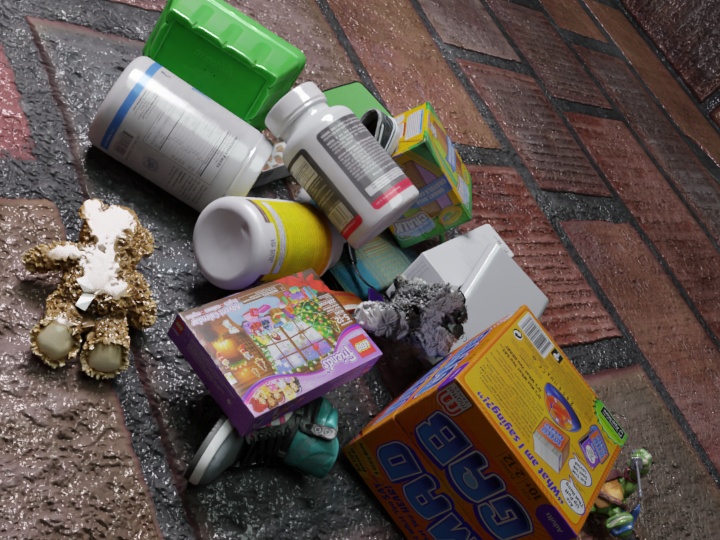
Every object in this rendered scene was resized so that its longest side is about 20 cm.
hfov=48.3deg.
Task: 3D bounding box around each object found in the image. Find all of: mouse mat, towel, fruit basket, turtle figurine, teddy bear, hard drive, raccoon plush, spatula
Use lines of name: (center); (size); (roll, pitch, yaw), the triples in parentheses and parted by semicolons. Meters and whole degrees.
mouse mat: (-0.002, -0.262, 1.409); (0.161, 0.008, 0.200); (48, 37, 6)
towel: (-0.001, -0.032, 1.182); (0.147, 0.022, 0.200); (53, 37, 11)
fruit basket: (-0.193, -0.291, 1.121); (0.215, 0.156, 0.216); (29, 26, -16)
turtle figurine: (0.306, 0.257, 1.083); (0.200, 0.144, 0.194); (13, 43, -38)
teddy bear: (-0.283, 0.023, 0.852); (0.145, 0.067, 0.200); (2, 60, -29)
hard drive: (0.176, 0.081, 1.124); (0.132, 0.026, 0.200); (44, 67, -23)
raccoon plush: (0.044, 0.038, 1.027); (0.200, 0.097, 0.134); (25, -2, -42)
spatula: (0.000, 0.000, 1.107); (0.057, 0.021, 0.200); (38, 26, -61)

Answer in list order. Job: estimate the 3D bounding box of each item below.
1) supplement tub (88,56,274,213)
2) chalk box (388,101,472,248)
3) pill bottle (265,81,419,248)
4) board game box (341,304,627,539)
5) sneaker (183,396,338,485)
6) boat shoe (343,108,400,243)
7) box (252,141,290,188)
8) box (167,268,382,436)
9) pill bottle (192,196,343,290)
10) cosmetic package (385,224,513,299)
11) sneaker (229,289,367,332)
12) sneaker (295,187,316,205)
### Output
supplement tub: (-0.225, -0.163, 1.014); (0.200, 0.132, 0.132); (33, 39, -15)
chalk box: (0.094, -0.127, 1.220); (0.200, 0.124, 0.125); (53, 26, -31)
pill bottle: (-0.028, -0.135, 1.012); (0.200, 0.111, 0.111); (51, 38, 3)
board game box: (0.146, 0.200, 0.931); (0.200, 0.200, 0.200); (53, 38, 3)
sneaker: (-0.088, 0.185, 0.852); (0.121, 0.084, 0.200); (37, 36, 7)
boat shoe: (-0.016, -0.132, 1.104); (0.072, 0.200, 0.071); (21, -6, 33)
box: (-0.103, -0.170, 1.204); (0.039, 0.041, 0.200); (50, 39, 8)
box: (-0.087, 0.080, 0.867); (0.200, 0.039, 0.137); (-21, 64, -47)
pill bottle: (-0.106, -0.034, 0.999); (0.109, 0.109, 0.200); (57, 26, 17)
cosmetic package: (0.137, 0.004, 1.206); (0.074, 0.102, 0.200); (52, 37, 13)
sneaker: (-0.081, 0.054, 1.004); (0.200, 0.073, 0.077); (9, 21, -34)
sneaker: (-0.027, -0.129, 1.197); (0.082, 0.074, 0.200); (31, 37, 7)
